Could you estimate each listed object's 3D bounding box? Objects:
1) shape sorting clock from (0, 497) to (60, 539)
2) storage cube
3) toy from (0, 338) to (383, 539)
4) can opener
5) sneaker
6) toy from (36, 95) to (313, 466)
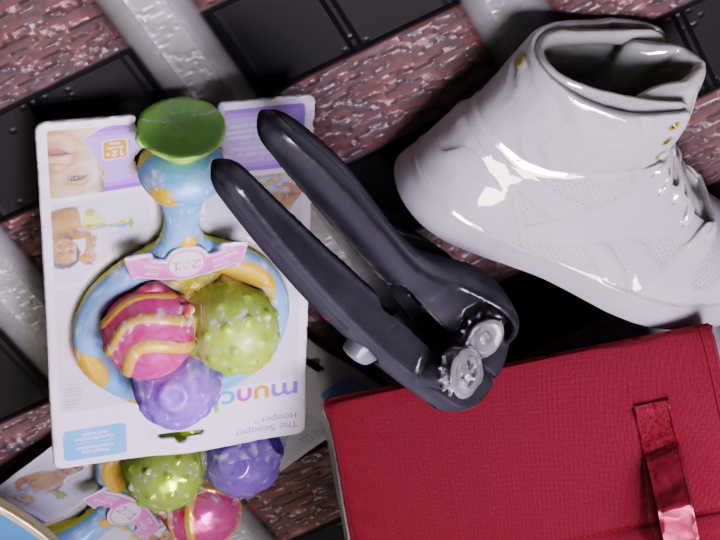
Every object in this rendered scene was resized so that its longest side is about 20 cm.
[{"bbox_3d":[-0.219,0.169,1.381,0.199,0.039,0.201,0,130,0],"label":"shape sorting clock"},{"bbox_3d":[0.085,0.138,1.349,0.179,0.172,0.200,-11,166,-1],"label":"storage cube"},{"bbox_3d":[-0.089,0.104,1.385,0.200,0.047,0.115,-32,142,19],"label":"toy"},{"bbox_3d":[0.000,0.000,1.213,0.064,0.078,0.200,-57,139,-4],"label":"can opener"},{"bbox_3d":[0.127,-0.043,1.271,0.199,0.074,0.116,15,135,-35],"label":"sneaker"},{"bbox_3d":[-0.075,0.018,1.250,0.114,0.047,0.201,-7,131,-10],"label":"toy"}]
